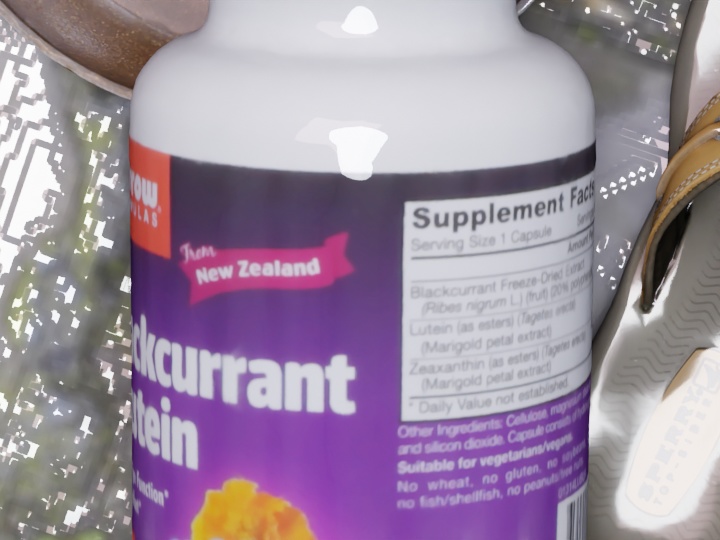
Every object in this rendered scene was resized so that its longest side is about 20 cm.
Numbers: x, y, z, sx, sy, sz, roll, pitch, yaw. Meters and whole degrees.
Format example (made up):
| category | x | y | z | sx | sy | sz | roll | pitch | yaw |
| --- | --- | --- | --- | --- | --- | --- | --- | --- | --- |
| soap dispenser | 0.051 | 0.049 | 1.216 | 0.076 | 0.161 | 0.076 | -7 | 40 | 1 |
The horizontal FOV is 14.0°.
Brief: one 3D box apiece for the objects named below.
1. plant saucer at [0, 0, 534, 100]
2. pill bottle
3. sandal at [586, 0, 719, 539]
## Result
| category | x | y | z | sx | sy | sz | roll | pitch | yaw |
| --- | --- | --- | --- | --- | --- | --- | --- | --- | --- |
| plant saucer | -0.023 | -0.138 | 0.774 | 0.200 | 0.032 | 0.201 | -1 | 87 | 11 |
| pill bottle | 0.000 | 0.000 | 0.703 | 0.111 | 0.111 | 0.201 | 3 | 102 | 11 |
| sandal | 0.097 | -0.010 | 0.733 | 0.082 | 0.055 | 0.200 | 26 | 93 | 11 |
